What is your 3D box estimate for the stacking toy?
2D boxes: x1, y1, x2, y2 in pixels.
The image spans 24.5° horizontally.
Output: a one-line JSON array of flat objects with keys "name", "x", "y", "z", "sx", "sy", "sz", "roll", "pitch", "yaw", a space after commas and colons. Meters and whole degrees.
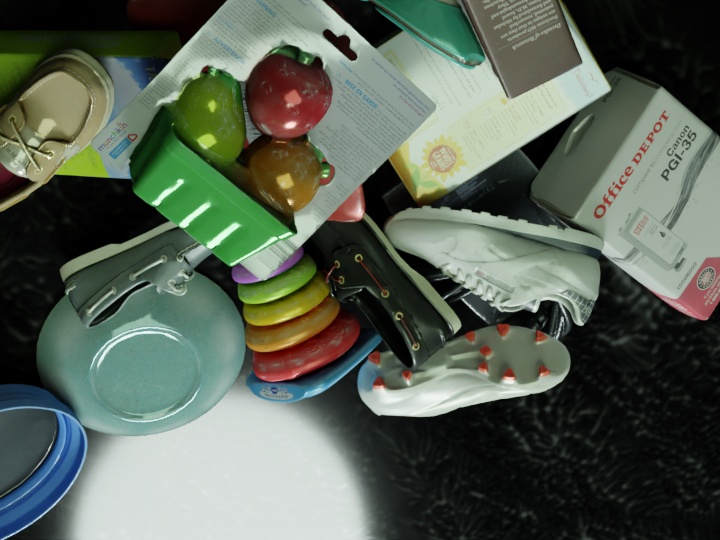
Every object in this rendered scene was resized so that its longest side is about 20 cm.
[{"name": "stacking toy", "x": -0.074, "y": 0.009, "z": 1.506, "sx": 0.110, "sy": 0.115, "sz": 0.202, "roll": -37, "pitch": 114, "yaw": -37}]

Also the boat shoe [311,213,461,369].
[{"name": "boat shoe", "x": 0.001, "y": -0.001, "z": 1.471, "sx": 0.063, "sy": 0.074, "sz": 0.202, "roll": -43, "pitch": 92, "yaw": -17}]

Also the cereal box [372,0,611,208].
[{"name": "cereal box", "x": 0.098, "y": -0.167, "z": 1.437, "sx": 0.199, "sy": 0.040, "sz": 0.145, "roll": -31, "pitch": 104, "yaw": 7}]

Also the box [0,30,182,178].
[{"name": "box", "x": -0.206, "y": -0.133, "z": 1.339, "sx": 0.198, "sy": 0.048, "sz": 0.123, "roll": 5, "pitch": 130, "yaw": 25}]

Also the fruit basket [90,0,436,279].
[{"name": "fruit basket", "x": -0.072, "y": -0.112, "z": 1.248, "sx": 0.185, "sy": 0.094, "sz": 0.200, "roll": 37, "pitch": 102, "yaw": -29}]

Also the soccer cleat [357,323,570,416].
[{"name": "soccer cleat", "x": 0.096, "y": 0.096, "z": 1.537, "sx": 0.198, "sy": 0.070, "sz": 0.078, "roll": -7, "pitch": 149, "yaw": 7}]

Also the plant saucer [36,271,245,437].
[{"name": "plant saucer", "x": -0.203, "y": 0.087, "z": 1.554, "sx": 0.199, "sy": 0.039, "sz": 0.203, "roll": -8, "pitch": 125, "yaw": -11}]

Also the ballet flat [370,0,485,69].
[{"name": "ballet flat", "x": 0.024, "y": -0.238, "z": 1.333, "sx": 0.199, "sy": 0.067, "sz": 0.071, "roll": 31, "pitch": 108, "yaw": 11}]

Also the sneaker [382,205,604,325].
[{"name": "sneaker", "x": 0.115, "y": -0.007, "z": 1.459, "sx": 0.198, "sy": 0.076, "sz": 0.081, "roll": 10, "pitch": 88, "yaw": 2}]

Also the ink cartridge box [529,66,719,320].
[{"name": "ink cartridge box", "x": 0.275, "y": -0.069, "z": 1.525, "sx": 0.199, "sy": 0.083, "sz": 0.147, "roll": 33, "pitch": 92, "yaw": -32}]

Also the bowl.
[{"name": "bowl", "x": -0.352, "y": 0.183, "z": 1.537, "sx": 0.199, "sy": 0.039, "sz": 0.202, "roll": -25, "pitch": 145, "yaw": -19}]

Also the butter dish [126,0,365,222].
[{"name": "butter dish", "x": -0.066, "y": -0.160, "z": 1.370, "sx": 0.198, "sy": 0.148, "sz": 0.202, "roll": 11, "pitch": 132, "yaw": 33}]

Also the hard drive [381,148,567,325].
[{"name": "hard drive", "x": 0.118, "y": -0.049, "z": 1.546, "sx": 0.134, "sy": 0.042, "sz": 0.200, "roll": -36, "pitch": 125, "yaw": 10}]

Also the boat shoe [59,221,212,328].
[{"name": "boat shoe", "x": -0.170, "y": -0.004, "z": 1.458, "sx": 0.198, "sy": 0.062, "sz": 0.073, "roll": -19, "pitch": 169, "yaw": 16}]

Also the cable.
[{"name": "cable", "x": 0.120, "y": 0.050, "z": 1.559, "sx": 0.198, "sy": 0.051, "sz": 0.164, "roll": -10, "pitch": 130, "yaw": 0}]

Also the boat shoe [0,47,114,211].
[{"name": "boat shoe", "x": -0.262, "y": -0.100, "z": 1.315, "sx": 0.074, "sy": 0.069, "sz": 0.200, "roll": 41, "pitch": 136, "yaw": -9}]

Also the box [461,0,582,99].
[{"name": "box", "x": 0.103, "y": -0.248, "z": 1.309, "sx": 0.074, "sy": 0.101, "sz": 0.201, "roll": -23, "pitch": 127, "yaw": 4}]
